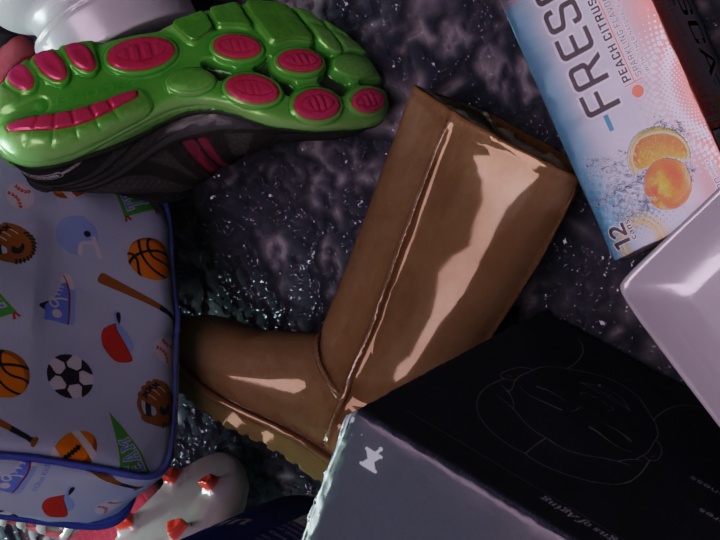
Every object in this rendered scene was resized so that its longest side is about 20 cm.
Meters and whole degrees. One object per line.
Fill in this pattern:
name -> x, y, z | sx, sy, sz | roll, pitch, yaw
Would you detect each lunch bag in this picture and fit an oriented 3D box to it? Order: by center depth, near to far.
lunch bag -> -0.173, 0.024, 0.784 | 0.076, 0.158, 0.202 | -47, 40, 45

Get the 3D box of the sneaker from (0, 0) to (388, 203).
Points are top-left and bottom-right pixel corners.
sneaker -> -0.085, -0.081, 0.783 | 0.197, 0.084, 0.078 | -7, 67, -9

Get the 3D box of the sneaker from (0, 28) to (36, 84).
sneaker -> -0.192, -0.037, 0.892 | 0.086, 0.074, 0.202 | 18, 114, 15

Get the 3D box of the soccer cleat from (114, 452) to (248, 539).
soccer cleat -> -0.112, 0.190, 0.825 | 0.069, 0.201, 0.078 | 0, 141, 47

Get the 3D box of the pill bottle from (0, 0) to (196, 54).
pill bottle -> -0.166, -0.200, 0.814 | 0.112, 0.113, 0.202 | -31, 84, 29

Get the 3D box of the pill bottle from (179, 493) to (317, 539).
pill bottle -> -0.043, 0.175, 0.759 | 0.114, 0.199, 0.117 | 3, 96, 27

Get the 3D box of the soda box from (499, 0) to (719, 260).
soda box -> 0.112, -0.111, 0.702 | 0.068, 0.063, 0.202 | -25, 86, 30

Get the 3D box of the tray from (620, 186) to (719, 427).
tray -> 0.199, 0.047, 0.616 | 0.107, 0.022, 0.201 | -46, 61, 22

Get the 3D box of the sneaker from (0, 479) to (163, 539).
sneaker -> -0.198, 0.119, 0.872 | 0.198, 0.087, 0.074 | 29, 115, -3

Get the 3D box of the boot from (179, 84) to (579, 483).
boot -> 0.000, 0.000, 0.790 | 0.174, 0.066, 0.202 | 29, 109, 18

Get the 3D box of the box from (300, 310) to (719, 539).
box -> 0.103, 0.131, 0.674 | 0.199, 0.196, 0.125 | 29, 111, 22
